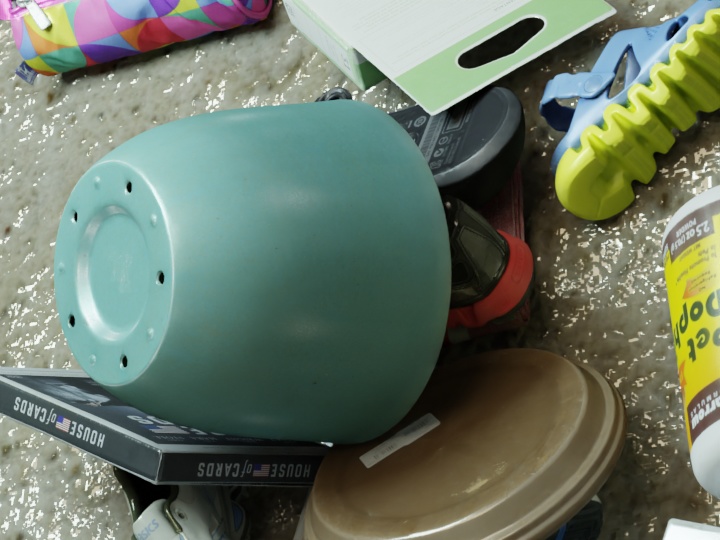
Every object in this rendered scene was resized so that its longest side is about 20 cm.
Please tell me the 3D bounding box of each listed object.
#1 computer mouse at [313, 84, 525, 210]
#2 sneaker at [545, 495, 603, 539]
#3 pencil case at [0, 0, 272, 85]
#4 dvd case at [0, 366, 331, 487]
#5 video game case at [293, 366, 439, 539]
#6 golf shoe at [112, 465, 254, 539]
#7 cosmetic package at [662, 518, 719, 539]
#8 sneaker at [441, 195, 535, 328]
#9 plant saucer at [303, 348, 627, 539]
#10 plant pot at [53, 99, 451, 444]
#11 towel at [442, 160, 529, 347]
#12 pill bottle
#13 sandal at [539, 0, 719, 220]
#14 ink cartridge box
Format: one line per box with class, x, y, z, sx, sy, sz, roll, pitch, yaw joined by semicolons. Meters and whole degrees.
computer mouse;0.031;-0.065;1.513;0.200;0.053;0.139;-8;44;41
sneaker;0.042;0.163;1.351;0.200;0.076;0.077;-27;58;14
pencil case;-0.162;-0.196;1.711;0.200;0.088;0.088;-13;57;23
dvd case;-0.129;0.095;1.466;0.200;0.150;0.025;17;98;44
video game case;0.045;0.152;1.421;0.182;0.024;0.200;4;65;33
golf shoe;-0.101;0.184;1.423;0.078;0.097;0.200;-44;42;13
cosmetic package;0.177;0.243;1.238;0.071;0.101;0.200;8;66;35
sneaker;0.000;0.000;1.442;0.200;0.098;0.071;-12;51;28
plant saucer;0.054;0.107;1.351;0.200;0.029;0.200;-23;26;12
plant pot;-0.074;0.001;1.343;0.201;0.161;0.201;0;90;53
towel;0.013;0.006;1.514;0.200;0.023;0.144;-18;46;21
pill bottle;0.230;0.056;1.313;0.109;0.109;0.200;-18;55;21
sandal;0.183;-0.126;1.472;0.200;0.079;0.087;-39;47;3
ink cartridge box;0.056;-0.166;1.554;0.146;0.048;0.200;-30;46;-14
